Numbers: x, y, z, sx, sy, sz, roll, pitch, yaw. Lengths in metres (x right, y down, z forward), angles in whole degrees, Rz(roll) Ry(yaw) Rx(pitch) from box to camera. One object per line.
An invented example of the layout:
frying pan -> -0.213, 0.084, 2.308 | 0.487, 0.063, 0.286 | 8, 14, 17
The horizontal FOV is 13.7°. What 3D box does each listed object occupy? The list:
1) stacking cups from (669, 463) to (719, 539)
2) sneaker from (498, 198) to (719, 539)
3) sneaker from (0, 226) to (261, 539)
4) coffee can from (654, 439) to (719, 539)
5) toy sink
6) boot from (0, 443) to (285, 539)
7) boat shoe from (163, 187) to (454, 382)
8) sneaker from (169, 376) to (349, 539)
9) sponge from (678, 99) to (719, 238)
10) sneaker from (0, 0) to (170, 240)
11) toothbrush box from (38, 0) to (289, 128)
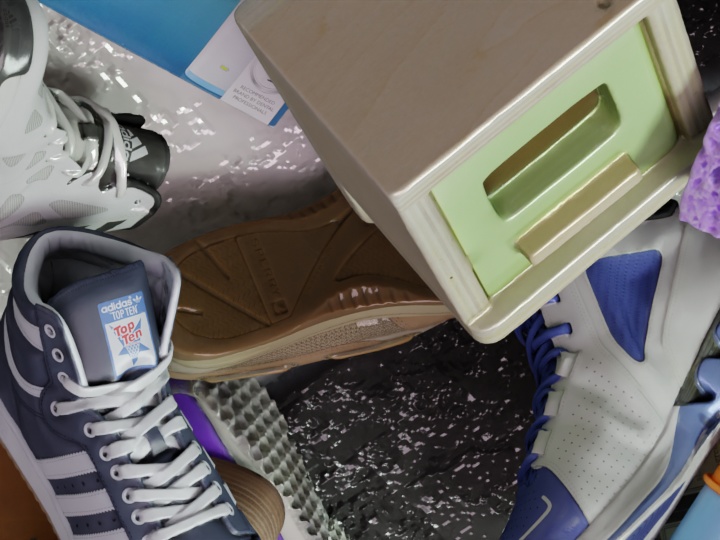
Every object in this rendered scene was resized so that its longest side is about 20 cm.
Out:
stacking cups -> 0.152, 0.114, 1.234 | 0.060, 0.061, 0.200 | 30, 93, -28
sneaker -> 0.094, 0.045, 1.226 | 0.199, 0.115, 0.081 | -51, 166, -22
sneaker -> -0.084, 0.070, 1.188 | 0.070, 0.200, 0.109 | -21, 147, -32
coffee can -> 0.198, 0.076, 1.329 | 0.200, 0.146, 0.146 | -12, 126, -3
toy sink -> 0.055, -0.061, 1.159 | 0.130, 0.112, 0.200 | -39, 155, -4
boot -> -0.144, 0.132, 1.260 | 0.200, 0.155, 0.077 | 13, 126, 16
boat shoe -> 0.000, 0.000, 1.292 | 0.200, 0.071, 0.065 | -12, 161, -13
sneaker -> -0.063, 0.127, 1.357 | 0.099, 0.070, 0.200 | -23, 125, 8
sponge -> 0.189, -0.094, 1.192 | 0.030, 0.200, 0.112 | 28, 122, 14
sneaker -> -0.125, -0.065, 1.182 | 0.115, 0.076, 0.201 | -6, 162, -22
toothbrush box -> -0.040, -0.177, 1.141 | 0.146, 0.085, 0.200 | 28, 113, -27
